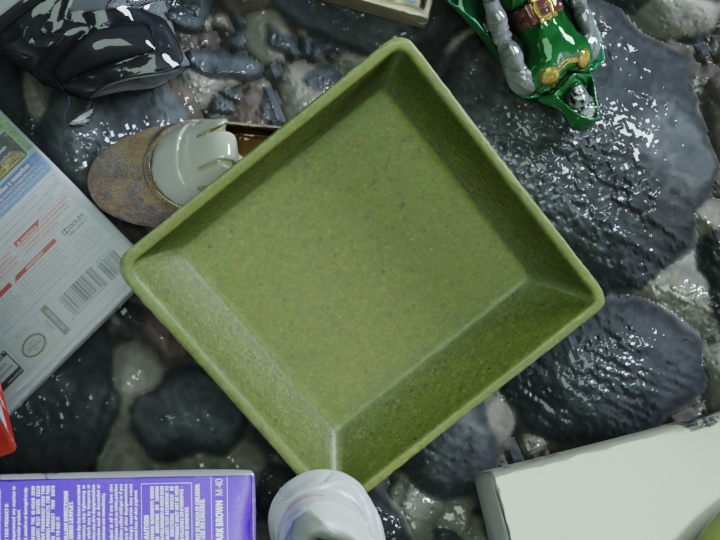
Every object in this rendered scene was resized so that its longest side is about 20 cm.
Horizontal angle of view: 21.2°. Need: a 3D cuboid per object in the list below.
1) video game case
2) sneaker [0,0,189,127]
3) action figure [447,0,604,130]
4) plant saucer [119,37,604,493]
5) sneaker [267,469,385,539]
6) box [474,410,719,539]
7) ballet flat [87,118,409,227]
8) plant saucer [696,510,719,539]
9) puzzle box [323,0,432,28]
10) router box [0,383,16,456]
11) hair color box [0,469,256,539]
[{"bbox_3d":[-0.238,-0.022,1.112,0.200,0.018,0.143,45,83,2],"label":"video game case"},{"bbox_3d":[-0.124,-0.172,1.115,0.200,0.075,0.114,-43,95,-10],"label":"sneaker"},{"bbox_3d":[0.093,-0.174,1.128,0.118,0.055,0.201,-29,100,-14],"label":"action figure"},{"bbox_3d":[0.000,0.000,1.072,0.200,0.048,0.200,-38,111,4],"label":"plant saucer"},{"bbox_3d":[0.002,0.212,1.048,0.078,0.099,0.201,-28,95,7],"label":"sneaker"},{"bbox_3d":[0.171,0.123,1.092,0.199,0.082,0.069,-13,85,-7],"label":"box"},{"bbox_3d":[-0.058,-0.061,1.104,0.199,0.067,0.068,-1,74,-4],"label":"ballet flat"},{"bbox_3d":[0.262,0.201,1.018,0.199,0.031,0.201,4,74,-14],"label":"plant saucer"},{"bbox_3d":[0.002,-0.257,1.155,0.132,0.025,0.201,14,82,-3],"label":"puzzle box"},{"bbox_3d":[-0.236,-0.022,0.983,0.049,0.180,0.201,-16,62,-6],"label":"router box"},{"bbox_3d":[-0.156,0.141,1.051,0.199,0.109,0.065,1,84,-4],"label":"hair color box"}]
